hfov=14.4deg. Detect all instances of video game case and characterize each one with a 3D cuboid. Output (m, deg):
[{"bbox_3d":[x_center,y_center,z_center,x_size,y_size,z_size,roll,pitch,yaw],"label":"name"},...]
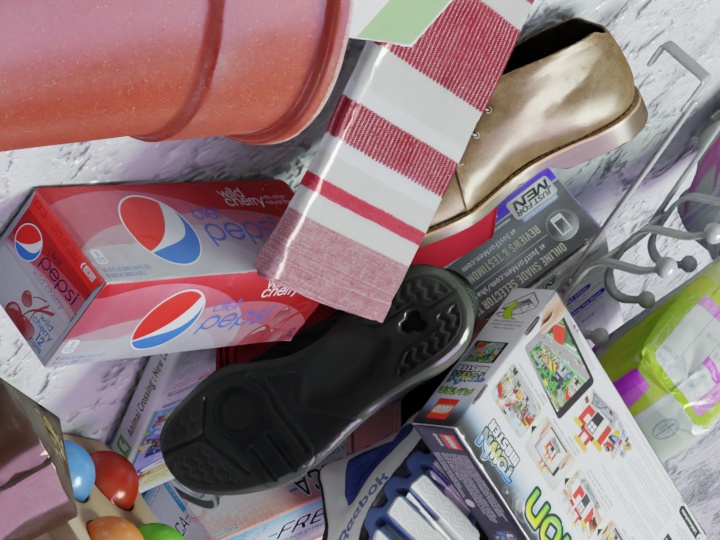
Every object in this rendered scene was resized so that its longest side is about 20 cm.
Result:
[{"bbox_3d":[-0.055,0.052,1.722,0.200,0.022,0.182,-23,154,-35],"label":"video game case"}]

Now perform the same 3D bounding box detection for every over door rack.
[{"bbox_3d":[0.200,-0.058,1.721,0.148,0.067,0.200,-33,149,-54],"label":"over door rack"}]

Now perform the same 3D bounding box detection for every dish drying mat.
[{"bbox_3d":[0.000,0.000,1.653,0.200,0.018,0.077,-31,150,-25],"label":"dish drying mat"}]

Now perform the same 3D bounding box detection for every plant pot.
[{"bbox_3d":[-0.136,-0.125,1.029,0.195,0.201,0.201,-14,150,-28],"label":"plant pot"}]

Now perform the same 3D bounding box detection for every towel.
[{"bbox_3d":[0.019,-0.075,1.477,0.200,0.023,0.144,-64,156,0],"label":"towel"}]

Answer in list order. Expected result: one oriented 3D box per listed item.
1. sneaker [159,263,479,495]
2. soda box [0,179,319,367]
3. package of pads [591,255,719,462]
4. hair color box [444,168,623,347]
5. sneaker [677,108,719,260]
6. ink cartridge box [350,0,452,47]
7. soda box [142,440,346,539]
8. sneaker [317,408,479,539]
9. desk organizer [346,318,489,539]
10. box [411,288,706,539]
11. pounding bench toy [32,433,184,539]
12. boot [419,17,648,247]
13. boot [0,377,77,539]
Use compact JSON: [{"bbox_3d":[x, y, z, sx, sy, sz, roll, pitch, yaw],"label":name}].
[{"bbox_3d":[-0.016,0.061,1.609,0.199,0.076,0.114,-34,175,11],"label":"sneaker"},{"bbox_3d":[-0.098,-0.001,1.478,0.200,0.070,0.063,-6,141,-53],"label":"soda box"},{"bbox_3d":[0.181,0.066,1.759,0.154,0.068,0.200,-38,-179,37],"label":"package of pads"},{"bbox_3d":[0.106,0.020,1.845,0.109,0.065,0.200,-37,160,-6],"label":"hair color box"},{"bbox_3d":[0.268,-0.092,1.857,0.081,0.088,0.200,37,86,-40],"label":"sneaker"},{"bbox_3d":[0.000,-0.172,1.308,0.146,0.048,0.200,-47,157,25],"label":"ink cartridge box"},{"bbox_3d":[-0.044,0.135,1.843,0.200,0.068,0.064,-21,152,-37],"label":"soda box"},{"bbox_3d":[0.035,0.109,1.647,0.115,0.081,0.199,-5,-141,53],"label":"sneaker"},{"bbox_3d":[0.039,0.112,1.752,0.200,0.077,0.072,89,20,-46],"label":"desk organizer"},{"bbox_3d":[0.116,0.119,1.614,0.110,0.035,0.200,-50,123,-29],"label":"box"},{"bbox_3d":[-0.165,0.206,1.623,0.156,0.200,0.124,-41,158,12],"label":"pounding bench toy"},{"bbox_3d":[0.061,-0.076,1.608,0.200,0.074,0.076,-29,128,-7],"label":"boot"},{"bbox_3d":[-0.223,0.173,1.548,0.200,0.064,0.187,-33,117,-12],"label":"boot"}]
